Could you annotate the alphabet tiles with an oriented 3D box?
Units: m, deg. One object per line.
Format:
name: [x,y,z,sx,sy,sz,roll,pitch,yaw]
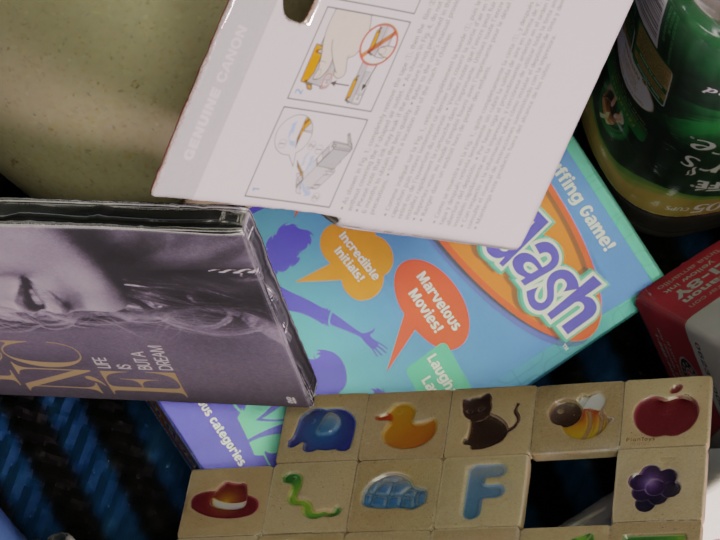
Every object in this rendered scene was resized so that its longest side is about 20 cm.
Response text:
alphabet tiles: [0.024,0.109,1.065,0.200,0.008,0.167,-4,48,16]

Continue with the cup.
cup: [-0.076,-0.091,1.076,0.200,0.200,0.143,-25,83,-11]

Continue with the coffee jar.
coffee jar: [0.145,-0.085,1.125,0.104,0.200,0.085,-16,71,-10]

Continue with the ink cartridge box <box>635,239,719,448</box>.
ink cartridge box: [0.202,0.071,1.104,0.083,0.200,0.145,-30,111,-11]

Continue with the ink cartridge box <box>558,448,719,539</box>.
ink cartridge box: [0.131,0.188,1.126,0.147,0.146,0.200,-32,91,-11]

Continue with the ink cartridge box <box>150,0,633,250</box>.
ink cartridge box: [0.022,-0.109,0.989,0.173,0.044,0.200,7,114,-41]

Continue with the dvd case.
dvd case: [-0.125,0.012,1.067,0.200,0.149,0.016,2,65,10]

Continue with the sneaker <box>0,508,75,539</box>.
sneaker: [-0.075,0.138,1.128,0.146,0.081,0.200,-27,92,-11]

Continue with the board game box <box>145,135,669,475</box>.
board game box: [0.000,0.000,1.169,0.200,0.045,0.152,-34,92,-11]
